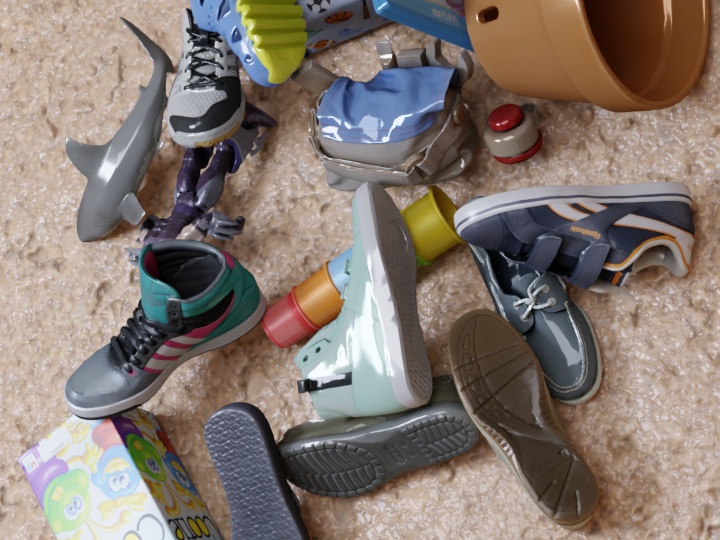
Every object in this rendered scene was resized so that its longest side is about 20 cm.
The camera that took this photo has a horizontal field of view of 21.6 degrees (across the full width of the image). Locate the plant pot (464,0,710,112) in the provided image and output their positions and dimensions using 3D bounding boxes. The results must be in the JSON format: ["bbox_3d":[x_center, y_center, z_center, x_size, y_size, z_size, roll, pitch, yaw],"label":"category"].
[{"bbox_3d":[0.182,-0.224,1.578,0.140,0.200,0.201,-7,73,42],"label":"plant pot"}]

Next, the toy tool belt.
[{"bbox_3d":[0.047,-0.140,1.630,0.199,0.123,0.125,-6,39,25],"label":"toy tool belt"}]

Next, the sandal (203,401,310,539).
[{"bbox_3d":[-0.080,0.209,1.639,0.076,0.043,0.201,-7,99,20],"label":"sandal"}]

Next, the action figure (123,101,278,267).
[{"bbox_3d":[-0.152,-0.064,1.745,0.130,0.069,0.201,6,70,43],"label":"action figure"}]

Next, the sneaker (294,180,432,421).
[{"bbox_3d":[-0.013,0.028,1.601,0.118,0.074,0.201,-17,70,27],"label":"sneaker"}]

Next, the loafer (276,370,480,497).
[{"bbox_3d":[0.015,0.140,1.632,0.199,0.075,0.070,-15,37,24],"label":"loafer"}]

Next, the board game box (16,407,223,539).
[{"bbox_3d":[-0.202,0.227,1.685,0.103,0.105,0.200,-38,65,12],"label":"board game box"}]

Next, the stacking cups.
[{"bbox_3d":[0.000,0.000,1.678,0.200,0.060,0.061,-32,65,20],"label":"stacking cups"}]

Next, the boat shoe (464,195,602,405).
[{"bbox_3d":[0.139,0.022,1.597,0.073,0.062,0.201,-30,66,16],"label":"boat shoe"}]

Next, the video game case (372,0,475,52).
[{"bbox_3d":[0.047,-0.284,1.614,0.018,0.143,0.201,-34,57,35],"label":"video game case"}]

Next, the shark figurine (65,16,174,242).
[{"bbox_3d":[-0.231,-0.126,1.772,0.215,0.089,0.128,-69,22,2],"label":"shark figurine"}]

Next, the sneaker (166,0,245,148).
[{"bbox_3d":[-0.143,-0.197,1.726,0.075,0.088,0.200,-4,44,9],"label":"sneaker"}]

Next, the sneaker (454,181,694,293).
[{"bbox_3d":[0.179,-0.025,1.547,0.199,0.078,0.080,-4,73,-5],"label":"sneaker"}]

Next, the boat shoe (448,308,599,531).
[{"bbox_3d":[0.133,0.126,1.567,0.072,0.065,0.200,-29,71,-5],"label":"boat shoe"}]

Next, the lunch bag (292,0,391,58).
[{"bbox_3d":[-0.025,-0.319,1.730,0.169,0.124,0.201,-20,76,22],"label":"lunch bag"}]

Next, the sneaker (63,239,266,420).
[{"bbox_3d":[-0.181,0.042,1.638,0.200,0.121,0.084,-34,53,-11],"label":"sneaker"}]

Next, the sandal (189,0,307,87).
[{"bbox_3d":[-0.113,-0.239,1.667,0.087,0.079,0.201,-41,59,31],"label":"sandal"}]
